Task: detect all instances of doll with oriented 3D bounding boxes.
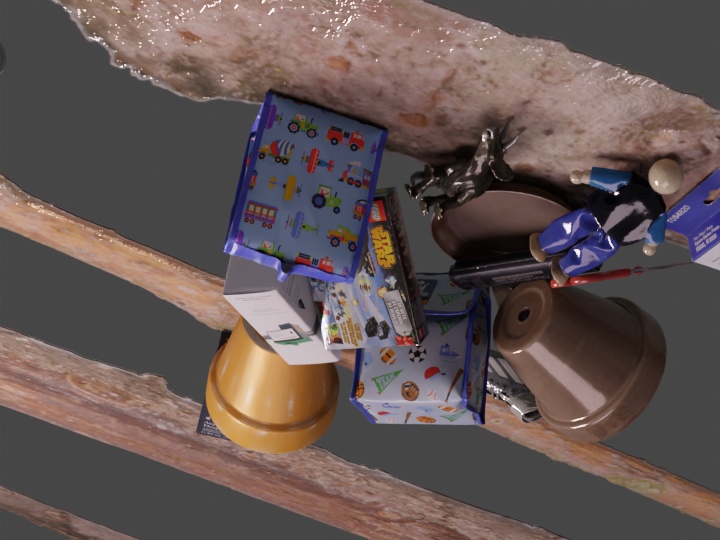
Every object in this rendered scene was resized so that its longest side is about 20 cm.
[{"bbox_3d":[0.286,-0.065,1.523,0.200,0.049,0.137,-36,104,33],"label":"doll"}]

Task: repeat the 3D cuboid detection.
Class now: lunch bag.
[{"bbox_3d":[0.084,0.095,1.763,0.169,0.202,0.124,0,155,19],"label":"lunch bag"},{"bbox_3d":[-0.065,-0.079,1.500,0.149,0.201,0.094,17,151,-10],"label":"lunch bag"}]

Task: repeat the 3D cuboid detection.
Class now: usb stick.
[{"bbox_3d":[0.206,-0.005,1.655,0.199,0.033,0.055,-10,154,32],"label":"usb stick"}]

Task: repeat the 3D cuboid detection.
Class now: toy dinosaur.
[{"bbox_3d":[0.114,-0.102,1.525,0.102,0.078,0.200,-17,173,-19],"label":"toy dinosaur"}]

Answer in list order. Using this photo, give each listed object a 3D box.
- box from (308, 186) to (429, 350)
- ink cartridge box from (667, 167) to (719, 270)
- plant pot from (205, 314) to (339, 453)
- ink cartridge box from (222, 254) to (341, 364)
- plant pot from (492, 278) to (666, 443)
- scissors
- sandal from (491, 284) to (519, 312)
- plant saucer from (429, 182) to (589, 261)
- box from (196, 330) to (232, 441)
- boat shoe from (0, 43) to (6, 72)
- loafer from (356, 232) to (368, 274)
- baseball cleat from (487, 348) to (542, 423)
[{"bbox_3d":[0.000,0.000,1.672,0.136,0.040,0.202,-4,110,27],"label":"box"},{"bbox_3d":[0.476,-0.052,1.532,0.198,0.041,0.200,18,150,-12],"label":"ink cartridge box"},{"bbox_3d":[-0.121,0.133,1.936,0.198,0.201,0.184,11,135,-2],"label":"plant pot"},{"bbox_3d":[-0.090,0.016,1.738,0.084,0.147,0.200,-5,148,24],"label":"ink cartridge box"},{"bbox_3d":[0.267,0.100,1.716,0.174,0.202,0.200,33,145,-29],"label":"plant pot"},{"bbox_3d":[0.332,0.001,1.646,0.198,0.014,0.073,-9,176,-24],"label":"scissors"},{"bbox_3d":[0.231,0.073,1.826,0.080,0.054,0.200,-4,148,26],"label":"sandal"},{"bbox_3d":[0.186,-0.054,1.637,0.198,0.032,0.201,8,152,4],"label":"plant saucer"},{"bbox_3d":[-0.176,0.199,2.137,0.147,0.108,0.200,14,151,-5],"label":"box"},{"bbox_3d":[-0.484,-0.264,1.445,0.060,0.076,0.200,-19,139,33],"label":"boat shoe"},{"bbox_3d":[-0.071,-0.055,1.610,0.199,0.070,0.070,32,136,36],"label":"loafer"},{"bbox_3d":[0.210,0.168,1.951,0.198,0.107,0.070,3,138,3],"label":"baseball cleat"}]
